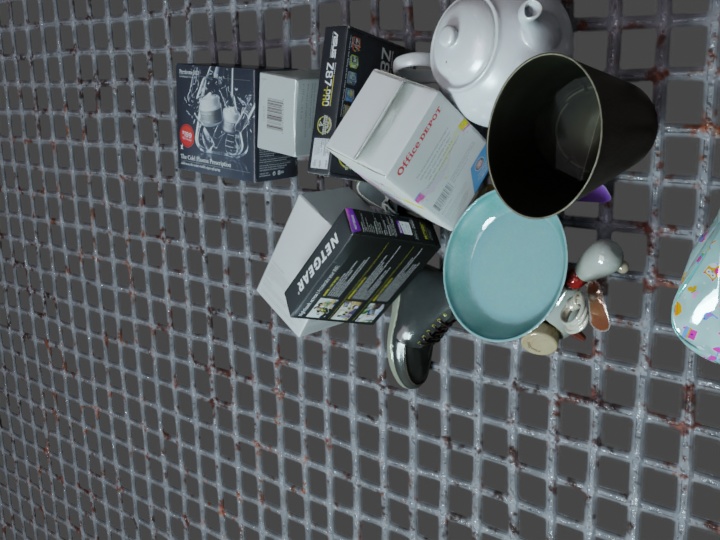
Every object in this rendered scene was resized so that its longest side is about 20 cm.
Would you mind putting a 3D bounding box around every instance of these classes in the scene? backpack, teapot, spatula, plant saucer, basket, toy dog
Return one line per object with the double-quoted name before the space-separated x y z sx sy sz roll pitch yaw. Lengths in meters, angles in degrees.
"backpack" 0.430 0.006 0.930 0.167 0.126 0.201 38 126 23
"teapot" 0.154 -0.276 1.052 0.200 0.146 0.198 -61 43 31
"spatula" 0.240 -0.124 1.119 0.200 0.056 0.021 28 84 41
"plant saucer" 0.192 -0.006 1.087 0.200 0.036 0.201 -12 74 46
"basket" 0.257 -0.164 0.983 0.136 0.200 0.181 23 116 33
"toy dog" 0.284 0.043 1.080 0.200 0.096 0.132 143 147 -69

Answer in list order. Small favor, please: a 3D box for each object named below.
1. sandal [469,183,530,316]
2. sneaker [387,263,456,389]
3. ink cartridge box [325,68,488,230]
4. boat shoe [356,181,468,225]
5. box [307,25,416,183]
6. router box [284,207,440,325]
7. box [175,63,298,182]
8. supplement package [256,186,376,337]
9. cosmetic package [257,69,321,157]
"sandal" 0.198 -0.025 1.155 0.080 0.054 0.201 -43 52 39
"sneaker" 0.103 0.092 1.263 0.106 0.075 0.201 11 107 41
"ink cartridge box" 0.065 -0.165 1.116 0.125 0.200 0.129 31 88 42
"boat shoe" 0.063 -0.111 1.254 0.199 0.062 0.073 21 114 35
"box" 0.004 -0.225 1.185 0.049 0.161 0.201 10 94 37
"router box" 0.000 0.000 1.210 0.200 0.149 0.051 -51 44 40
"box" -0.211 -0.255 1.425 0.199 0.104 0.183 13 108 37
"supplement package" -0.057 -0.015 1.344 0.121 0.119 0.200 46 126 25
"cosmetic package" -0.054 -0.235 1.232 0.081 0.200 0.113 19 116 37
